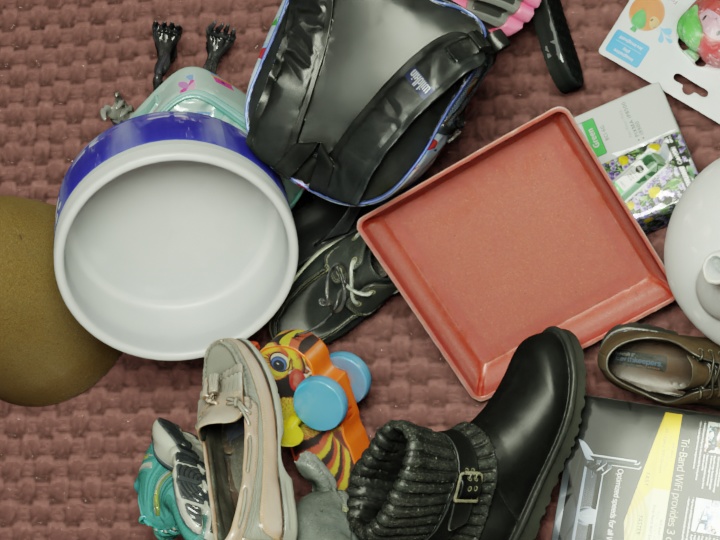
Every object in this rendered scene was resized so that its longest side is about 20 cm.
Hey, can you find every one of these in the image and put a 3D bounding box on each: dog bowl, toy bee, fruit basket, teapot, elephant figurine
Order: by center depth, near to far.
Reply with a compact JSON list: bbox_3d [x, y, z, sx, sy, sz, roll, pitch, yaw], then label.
[{"bbox_3d":[0.341,-0.035,1.495,0.196,0.146,0.201,5,52,-6],"label":"teapot"},{"bbox_3d":[-0.057,0.283,1.568,0.200,0.141,0.155,-38,36,23],"label":"elephant figurine"},{"bbox_3d":[-0.154,-0.028,1.585,0.200,0.200,0.079,-26,33,7],"label":"dog bowl"},{"bbox_3d":[-0.047,0.092,1.614,0.108,0.131,0.201,1,91,26],"label":"toy bee"},{"bbox_3d":[0.326,-0.229,1.614,0.185,0.094,0.200,35,90,21],"label":"fruit basket"}]

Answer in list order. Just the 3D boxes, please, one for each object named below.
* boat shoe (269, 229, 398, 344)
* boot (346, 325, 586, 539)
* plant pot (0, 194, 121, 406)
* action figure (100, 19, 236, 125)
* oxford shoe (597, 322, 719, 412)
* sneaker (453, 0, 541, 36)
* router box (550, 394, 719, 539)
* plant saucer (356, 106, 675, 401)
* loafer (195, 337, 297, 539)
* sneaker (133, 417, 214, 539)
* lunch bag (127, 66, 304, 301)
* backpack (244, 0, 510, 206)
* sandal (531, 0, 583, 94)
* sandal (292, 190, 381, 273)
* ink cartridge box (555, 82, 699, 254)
[{"bbox_3d":[0.000,0.000,1.650,0.200,0.068,0.072,-38,91,5],"label":"boat shoe"},{"bbox_3d":[0.087,0.131,1.532,0.079,0.157,0.212,12,84,61],"label":"boot"},{"bbox_3d":[-0.321,0.007,1.676,0.186,0.200,0.187,-5,73,16],"label":"plant pot"},{"bbox_3d":[-0.175,-0.130,1.725,0.118,0.102,0.201,9,76,6],"label":"action figure"},{"bbox_3d":[0.288,0.086,1.532,0.199,0.084,0.073,2,96,12],"label":"oxford shoe"},{"bbox_3d":[0.084,-0.219,1.663,0.200,0.079,0.096,-50,27,24],"label":"sneaker"},{"bbox_3d":[0.236,0.210,1.537,0.157,0.052,0.201,8,77,17],"label":"router box"},{"bbox_3d":[0.130,-0.016,1.579,0.199,0.037,0.200,-29,111,15],"label":"plant saucer"},{"bbox_3d":[-0.101,0.138,1.533,0.072,0.063,0.201,-41,52,37],"label":"loafer"},{"bbox_3d":[-0.146,0.195,1.602,0.077,0.200,0.080,29,95,-21],"label":"sneaker"},{"bbox_3d":[-0.155,-0.068,1.653,0.200,0.160,0.077,-47,29,19],"label":"lunch bag"},{"bbox_3d":[0.000,-0.151,1.561,0.200,0.154,0.191,32,92,13],"label":"backpack"},{"bbox_3d":[0.144,-0.246,1.681,0.048,0.075,0.201,-21,70,20],"label":"sandal"},{"bbox_3d":[-0.025,-0.058,1.692,0.200,0.043,0.076,-42,68,2],"label":"sandal"},{"bbox_3d":[0.185,-0.069,1.630,0.199,0.050,0.109,-23,71,9],"label":"ink cartridge box"}]
